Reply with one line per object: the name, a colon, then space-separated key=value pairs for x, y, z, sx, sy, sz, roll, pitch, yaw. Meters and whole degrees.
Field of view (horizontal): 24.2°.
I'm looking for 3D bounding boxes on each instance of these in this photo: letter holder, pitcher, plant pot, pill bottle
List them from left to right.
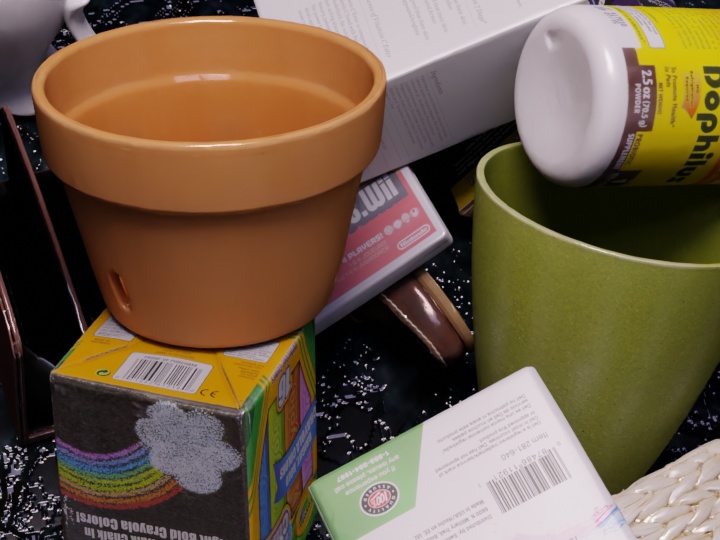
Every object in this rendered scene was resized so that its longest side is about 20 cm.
pitcher: x=-0.232 y=-0.184 z=1.162 sx=0.171 sy=0.200 sz=0.122 roll=22 pitch=59 yaw=4
letter holder: x=-0.205 y=-0.015 z=1.097 sx=0.100 sy=0.142 sz=0.201 roll=-16 pitch=62 yaw=-16
plant pot: x=-0.084 y=-0.049 z=0.971 sx=0.198 sy=0.141 sz=0.200 roll=0 pitch=28 yaw=0
plant pot: x=0.145 y=0.045 z=1.064 sx=0.186 sy=0.201 sz=0.187 roll=9 pitch=25 yaw=-4
pill bottle: x=0.203 y=-0.108 z=1.042 sx=0.199 sy=0.109 sz=0.110 roll=-3 pitch=58 yaw=-27

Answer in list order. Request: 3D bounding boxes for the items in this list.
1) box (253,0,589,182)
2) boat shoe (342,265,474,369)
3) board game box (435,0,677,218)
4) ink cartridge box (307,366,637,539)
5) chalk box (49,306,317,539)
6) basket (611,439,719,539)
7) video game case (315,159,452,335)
box: x=0.043 y=-0.158 z=1.101 sx=0.199 sy=0.098 sz=0.125 roll=-21 pitch=59 yaw=5
boat shoe: x=0.000 y=0.000 z=1.161 sx=0.070 sy=0.071 sz=0.200 roll=-37 pitch=60 yaw=-8
board game box: x=0.126 y=-0.157 z=1.194 sx=0.056 sy=0.200 sz=0.166 roll=11 pitch=48 yaw=-43
ink cartridge box: x=0.081 y=0.177 z=0.909 sx=0.144 sy=0.084 sz=0.201 roll=-28 pitch=58 yaw=-2
chalk box: x=-0.100 y=0.126 z=1.006 sx=0.124 sy=0.201 sz=0.124 roll=10 pitch=30 yaw=15
basket: x=0.170 y=0.209 z=1.017 sx=0.199 sy=0.136 sz=0.124 roll=-25 pitch=63 yaw=-20
video game case: x=-0.040 y=-0.056 z=1.150 sx=0.143 sy=0.017 sz=0.201 roll=-34 pitch=58 yaw=7
